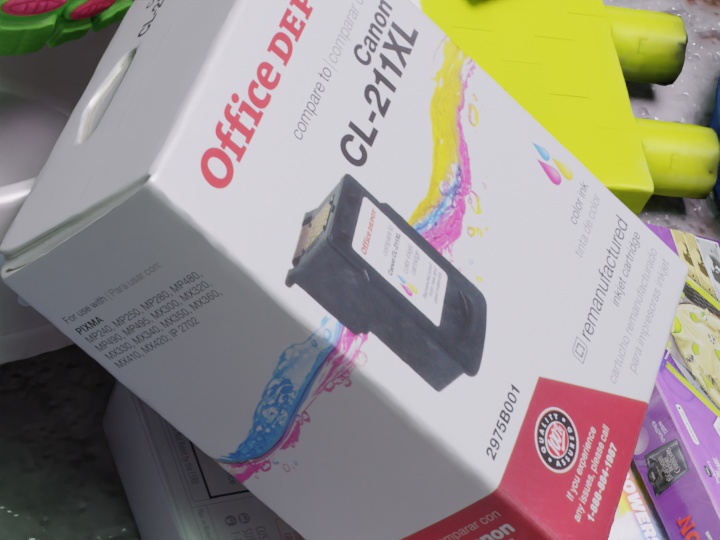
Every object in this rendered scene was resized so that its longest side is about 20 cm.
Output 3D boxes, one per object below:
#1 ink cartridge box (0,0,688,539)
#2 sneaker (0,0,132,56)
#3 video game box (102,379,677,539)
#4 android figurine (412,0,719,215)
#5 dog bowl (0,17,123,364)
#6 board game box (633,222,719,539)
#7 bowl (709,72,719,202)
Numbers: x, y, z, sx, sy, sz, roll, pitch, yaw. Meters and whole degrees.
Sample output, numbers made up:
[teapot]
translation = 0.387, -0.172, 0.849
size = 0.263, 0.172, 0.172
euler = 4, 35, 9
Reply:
[ink cartridge box]
translation = 0.000, 0.000, 0.916
size = 0.200, 0.083, 0.146
euler = 42, 46, -21
[sneaker]
translation = -0.094, -0.134, 0.968
size = 0.200, 0.077, 0.084
euler = -26, 77, -45
[video game box]
translation = 0.025, 0.111, 0.972
size = 0.181, 0.047, 0.201
euler = -8, 57, -23
[android figurine]
translation = 0.043, -0.073, 1.126
size = 0.199, 0.041, 0.183
euler = 2, 54, -20
[dog bowl]
translation = -0.152, -0.047, 0.974
size = 0.199, 0.059, 0.201
euler = 2, 36, -1
[board game box]
translation = 0.146, 0.070, 1.035
size = 0.120, 0.032, 0.201
euler = 16, 42, -46
[bowl]
translation = 0.238, -0.039, 1.175
size = 0.199, 0.039, 0.202
euler = 11, 50, -13
